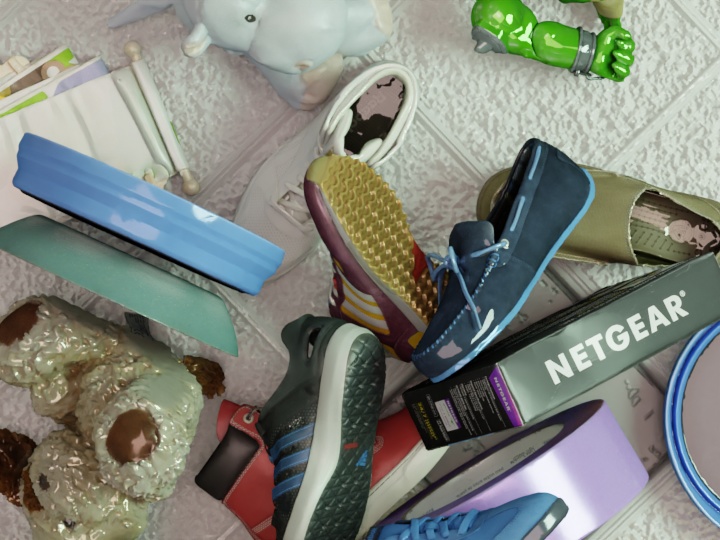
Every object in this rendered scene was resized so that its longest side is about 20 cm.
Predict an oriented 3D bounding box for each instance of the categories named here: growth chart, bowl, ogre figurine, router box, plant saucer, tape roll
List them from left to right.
[{"bbox_3d":[-0.236,-0.097,1.648,0.200,0.018,0.145,-18,90,0],"label":"growth chart"},{"bbox_3d":[-0.171,0.005,1.559,0.200,0.200,0.036,25,87,0],"label":"plant saucer"},{"bbox_3d":[-0.151,-0.037,1.535,0.200,0.201,0.039,25,88,0],"label":"bowl"},{"bbox_3d":[0.103,0.169,1.560,0.200,0.200,0.066,-32,91,0],"label":"tape roll"},{"bbox_3d":[0.130,-0.236,1.609,0.120,0.098,0.200,-7,102,-11],"label":"ogre figurine"},{"bbox_3d":[0.147,0.058,1.549,0.200,0.149,0.051,-26,91,-26],"label":"router box"},{"bbox_3d":[0.325,0.110,1.640,0.200,0.039,0.201,0,91,0],"label":"bowl"}]

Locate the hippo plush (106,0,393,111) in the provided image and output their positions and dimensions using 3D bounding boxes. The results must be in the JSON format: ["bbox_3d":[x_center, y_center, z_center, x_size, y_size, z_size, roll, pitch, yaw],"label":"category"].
[{"bbox_3d":[-0.069,-0.213,1.575,0.200,0.161,0.160,24,91,0],"label":"hippo plush"}]

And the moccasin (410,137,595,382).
[{"bbox_3d":[0.086,-0.010,1.548,0.068,0.080,0.200,44,59,-15],"label":"moccasin"}]

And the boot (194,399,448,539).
[{"bbox_3d":[-0.023,0.120,1.627,0.200,0.072,0.144,-44,89,4],"label":"boot"}]

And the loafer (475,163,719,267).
[{"bbox_3d":[0.186,-0.041,1.624,0.200,0.067,0.076,5,91,0],"label":"loafer"}]

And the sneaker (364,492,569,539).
[{"bbox_3d":[0.046,0.189,1.442,0.200,0.066,0.078,-38,84,29],"label":"sneaker"}]

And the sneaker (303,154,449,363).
[{"bbox_3d":[0.000,0.000,1.578,0.090,0.075,0.200,-12,130,35],"label":"sneaker"}]

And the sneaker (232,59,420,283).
[{"bbox_3d":[-0.030,-0.075,1.601,0.074,0.116,0.200,37,92,-2],"label":"sneaker"}]

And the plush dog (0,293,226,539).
[{"bbox_3d":[-0.190,0.134,1.607,0.200,0.160,0.172,39,107,31],"label":"plush dog"}]

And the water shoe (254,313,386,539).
[{"bbox_3d":[-0.036,0.131,1.575,0.079,0.071,0.200,18,97,36],"label":"water shoe"}]
